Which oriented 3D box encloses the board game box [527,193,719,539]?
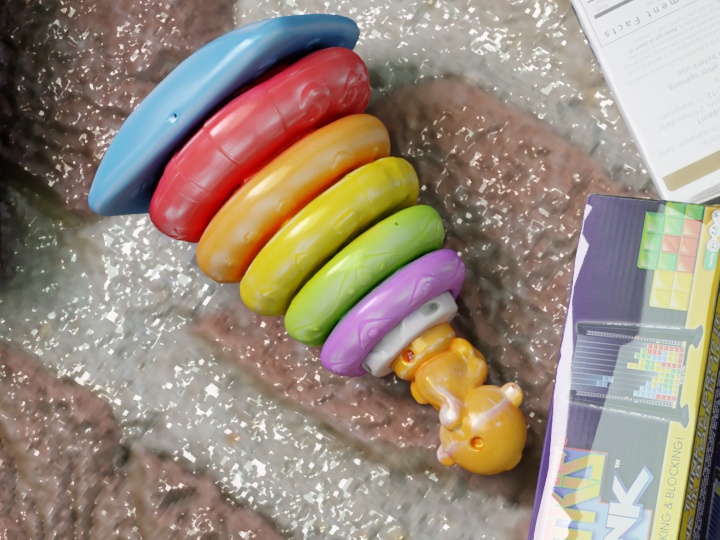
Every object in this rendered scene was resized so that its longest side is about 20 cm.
[{"bbox_3d":[0.106,0.090,1.093,0.057,0.165,0.200,7,76,18],"label":"board game box"}]

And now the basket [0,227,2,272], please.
[{"bbox_3d":[-0.221,-0.087,1.259,0.180,0.136,0.200,-21,73,32],"label":"basket"}]

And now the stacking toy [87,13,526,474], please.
[{"bbox_3d":[0.000,0.000,1.194,0.116,0.110,0.200,-44,78,18],"label":"stacking toy"}]

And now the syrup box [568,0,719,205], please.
[{"bbox_3d":[0.125,-0.111,1.189,0.081,0.079,0.200,-26,69,8],"label":"syrup box"}]
